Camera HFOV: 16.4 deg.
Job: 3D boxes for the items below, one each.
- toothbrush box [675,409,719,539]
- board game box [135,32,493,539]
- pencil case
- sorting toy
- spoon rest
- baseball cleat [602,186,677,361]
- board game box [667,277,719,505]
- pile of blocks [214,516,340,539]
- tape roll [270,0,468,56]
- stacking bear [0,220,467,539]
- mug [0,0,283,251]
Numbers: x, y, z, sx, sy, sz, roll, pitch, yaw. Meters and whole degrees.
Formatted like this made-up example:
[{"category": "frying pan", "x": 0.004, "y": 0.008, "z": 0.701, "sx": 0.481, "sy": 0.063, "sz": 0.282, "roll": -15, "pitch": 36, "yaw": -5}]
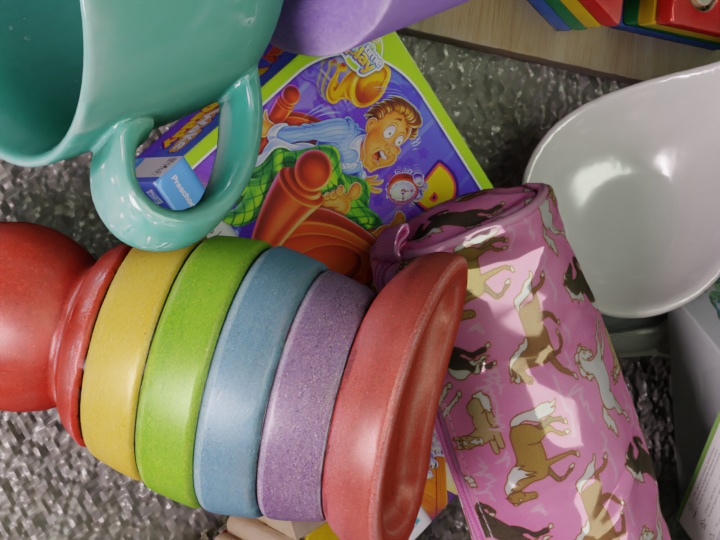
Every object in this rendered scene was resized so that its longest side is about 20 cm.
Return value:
[{"category": "toothbrush box", "x": 0.259, "y": 0.074, "z": 1.097, "sx": 0.199, "sy": 0.086, "sz": 0.146, "roll": -2, "pitch": 127, "yaw": -26}, {"category": "board game box", "x": 0.000, "y": 0.000, "z": 1.082, "sx": 0.134, "sy": 0.045, "sz": 0.200, "roll": -44, "pitch": 113, "yaw": -24}, {"category": "pencil case", "x": 0.069, "y": 0.062, "z": 1.055, "sx": 0.087, "sy": 0.082, "sz": 0.201, "roll": -41, "pitch": 116, "yaw": -59}, {"category": "sorting toy", "x": 0.118, "y": -0.193, "z": 1.139, "sx": 0.198, "sy": 0.069, "sz": 0.201, "roll": 9, "pitch": 87, "yaw": -32}, {"category": "spoon rest", "x": 0.158, "y": -0.060, "z": 1.108, "sx": 0.200, "sy": 0.061, "sz": 0.099, "roll": -39, "pitch": 79, "yaw": -11}, {"category": "baseball cleat", "x": 0.184, "y": -0.025, "z": 1.184, "sx": 0.199, "sy": 0.070, "sz": 0.107, "roll": -30, "pitch": 118, "yaw": -10}, {"category": "board game box", "x": 0.246, "y": 0.043, "z": 1.169, "sx": 0.199, "sy": 0.064, "sz": 0.148, "roll": -23, "pitch": 133, "yaw": -14}, {"category": "pile of blocks", "x": -0.050, "y": 0.158, "z": 1.048, "sx": 0.082, "sy": 0.062, "sz": 0.201, "roll": 31, "pitch": 83, "yaw": -37}, {"category": "tape roll", "x": -0.011, "y": -0.191, "z": 0.979, "sx": 0.085, "sy": 0.200, "sz": 0.201, "roll": -25, "pitch": 104, "yaw": -29}, {"category": "stacking bear", "x": -0.073, "y": 0.034, "z": 0.970, "sx": 0.199, "sy": 0.114, "sz": 0.122, "roll": 14, "pitch": 99, "yaw": 11}, {"category": "mug", "x": -0.096, "y": -0.114, "z": 0.958, "sx": 0.114, "sy": 0.152, "sz": 0.186, "roll": -22, "pitch": 116, "yaw": -34}]
